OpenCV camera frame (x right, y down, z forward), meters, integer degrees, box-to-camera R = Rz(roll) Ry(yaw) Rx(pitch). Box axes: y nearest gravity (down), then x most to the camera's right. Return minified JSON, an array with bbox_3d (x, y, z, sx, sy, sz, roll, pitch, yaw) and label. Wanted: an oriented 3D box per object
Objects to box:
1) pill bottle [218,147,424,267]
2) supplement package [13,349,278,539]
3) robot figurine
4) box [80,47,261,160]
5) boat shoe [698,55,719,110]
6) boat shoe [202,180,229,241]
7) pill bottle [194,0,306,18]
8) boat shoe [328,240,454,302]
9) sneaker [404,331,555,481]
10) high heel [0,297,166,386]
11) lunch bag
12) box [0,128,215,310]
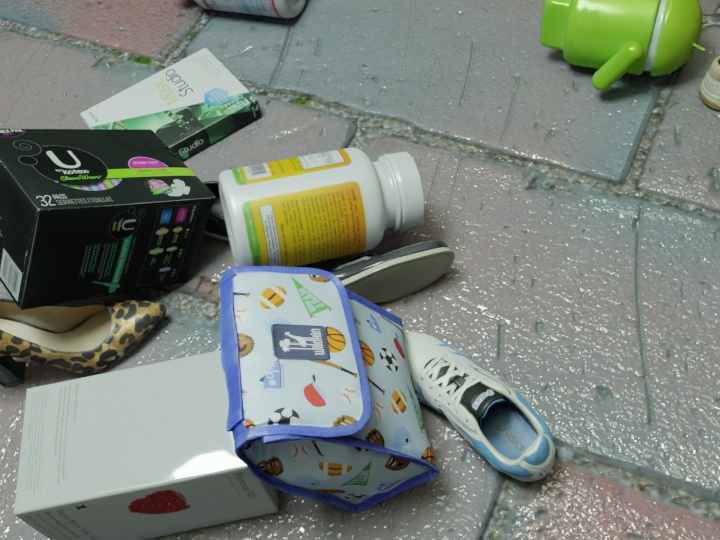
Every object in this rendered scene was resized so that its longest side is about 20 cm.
[{"bbox_3d":[-0.040,-0.066,0.813,0.199,0.111,0.111,-12,54,-12],"label":"pill bottle"},{"bbox_3d":[-0.187,0.166,0.709,0.199,0.121,0.120,-12,54,0],"label":"supplement package"},{"bbox_3d":[0.332,-0.310,0.977,0.199,0.116,0.176,14,50,17],"label":"robot figurine"},{"bbox_3d":[-0.253,-0.208,1.035,0.200,0.036,0.144,-34,57,-15],"label":"box"},{"bbox_3d":[0.513,-0.256,0.945,0.199,0.065,0.072,-17,54,-4],"label":"boat shoe"},{"bbox_3d":[-0.106,-0.061,0.895,0.199,0.062,0.075,13,56,14],"label":"boat shoe"},{"bbox_3d":[-0.184,-0.436,1.142,0.199,0.109,0.109,12,57,16],"label":"pill bottle"},{"bbox_3d":[0.000,0.000,0.831,0.199,0.073,0.063,-20,58,-1],"label":"boat shoe"},{"bbox_3d":[0.102,0.116,0.735,0.072,0.073,0.200,-41,58,-18],"label":"sneaker"},{"bbox_3d":[-0.310,0.048,0.795,0.199,0.143,0.072,-20,55,-7],"label":"high heel"},{"bbox_3d":[-0.036,0.098,0.674,0.124,0.200,0.170,-35,47,26],"label":"lunch bag"},{"bbox_3d":[-0.287,-0.063,0.829,0.200,0.125,0.149,-12,46,-46],"label":"box"}]
